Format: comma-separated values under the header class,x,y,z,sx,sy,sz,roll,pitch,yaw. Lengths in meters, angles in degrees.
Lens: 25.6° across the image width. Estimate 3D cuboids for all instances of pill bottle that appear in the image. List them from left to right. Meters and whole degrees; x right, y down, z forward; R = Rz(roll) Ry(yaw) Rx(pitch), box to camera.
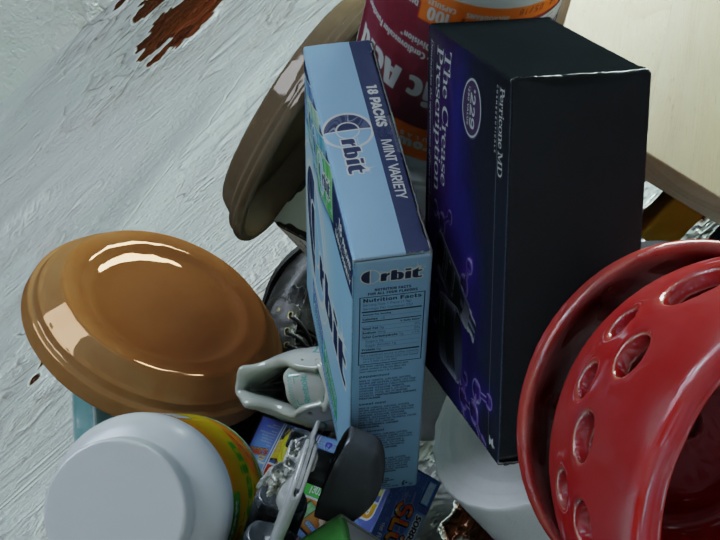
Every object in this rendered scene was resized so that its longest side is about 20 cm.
class,x,y,z,sx,sy,sz,roll,pitch,yaw
pill bottle,-0.126,0.143,0.971,0.111,0.111,0.200,-43,-8,0
pill bottle,0.053,-0.134,0.969,0.201,0.113,0.115,105,-173,-49

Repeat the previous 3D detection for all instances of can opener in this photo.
class,x,y,z,sx,sy,sz,roll,pitch,yaw
can opener,-0.041,0.156,0.926,0.200,0.066,0.053,117,174,-51

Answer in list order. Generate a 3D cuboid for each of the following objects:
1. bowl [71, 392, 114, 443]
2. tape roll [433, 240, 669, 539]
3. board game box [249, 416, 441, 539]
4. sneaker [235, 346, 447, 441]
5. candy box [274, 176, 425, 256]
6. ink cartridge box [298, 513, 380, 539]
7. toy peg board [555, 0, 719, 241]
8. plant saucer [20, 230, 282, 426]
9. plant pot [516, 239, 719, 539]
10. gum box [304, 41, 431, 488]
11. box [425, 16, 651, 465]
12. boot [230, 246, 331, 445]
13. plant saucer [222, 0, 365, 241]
class,x,y,z,sx,sy,sz,roll,pitch,yaw
bowl,-0.163,0.124,1.221,0.104,0.203,0.201,-2,18,-15
tape roll,0.139,0.078,0.923,0.202,0.071,0.203,-35,26,20
board game box,-0.038,0.177,1.045,0.200,0.034,0.136,8,70,61
sneaker,-0.003,0.081,1.060,0.199,0.080,0.071,-10,80,43
candy box,0.055,-0.039,1.089,0.199,0.061,0.137,29,78,37
ink cartridge box,-0.053,0.254,0.880,0.199,0.084,0.147,-34,42,21
toy peg board,0.192,-0.092,1.004,0.098,0.198,0.201,-51,12,45
plant saucer,-0.148,0.034,1.162,0.201,0.199,0.038,-83,16,-55
plant pot,0.174,0.088,0.705,0.200,0.200,0.182,-46,16,-6
gum box,0.000,0.000,0.921,0.044,0.201,0.171,-6,48,-8
box,0.087,-0.020,0.835,0.078,0.202,0.141,-6,20,-16
boot,-0.044,0.075,1.231,0.201,0.069,0.174,-54,24,3
plant saucer,-0.034,-0.110,1.070,0.201,0.029,0.200,-54,-6,-8
